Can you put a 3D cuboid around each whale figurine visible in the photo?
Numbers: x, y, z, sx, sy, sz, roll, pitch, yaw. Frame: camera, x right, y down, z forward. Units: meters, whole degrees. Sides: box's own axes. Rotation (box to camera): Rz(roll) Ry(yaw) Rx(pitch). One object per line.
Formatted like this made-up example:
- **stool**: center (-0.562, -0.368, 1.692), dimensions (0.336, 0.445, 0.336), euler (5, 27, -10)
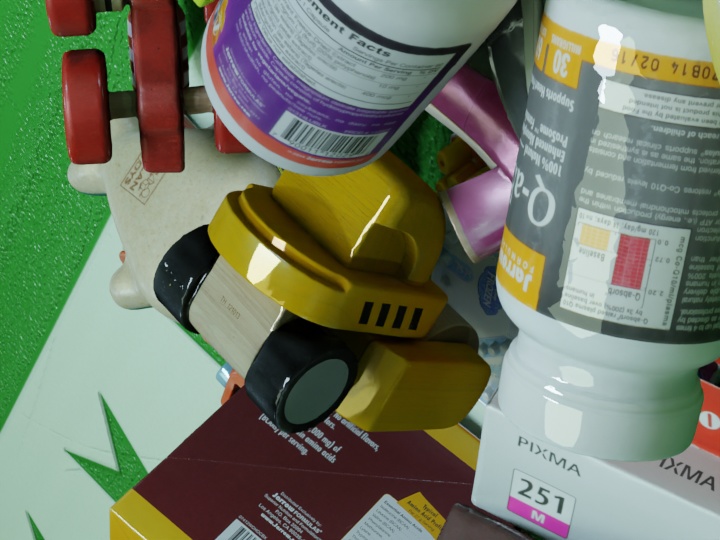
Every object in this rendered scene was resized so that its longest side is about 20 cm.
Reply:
- **whale figurine**: center (-0.105, -0.040, 1.158), dimensions (0.200, 0.160, 0.104), euler (34, -177, 37)

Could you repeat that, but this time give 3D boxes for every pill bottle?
- **pill bottle**: center (0.123, -0.025, 0.794), dimensions (0.116, 0.116, 0.201), euler (25, 114, 40)
- **pill bottle**: center (0.008, -0.132, 0.790), dimensions (0.112, 0.111, 0.200), euler (52, 147, 5)

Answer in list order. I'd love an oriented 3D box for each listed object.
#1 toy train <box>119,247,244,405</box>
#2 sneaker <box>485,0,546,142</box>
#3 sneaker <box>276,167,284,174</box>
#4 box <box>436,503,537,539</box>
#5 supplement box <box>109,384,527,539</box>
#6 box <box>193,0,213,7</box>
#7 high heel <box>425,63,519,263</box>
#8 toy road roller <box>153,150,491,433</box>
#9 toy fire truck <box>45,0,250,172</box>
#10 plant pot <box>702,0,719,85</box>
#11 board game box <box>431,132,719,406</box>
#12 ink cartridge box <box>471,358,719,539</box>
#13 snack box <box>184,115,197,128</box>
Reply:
- **toy train**: center (-0.123, 0.040, 1.309), dimensions (0.200, 0.056, 0.150), euler (48, 148, 11)
- **sneaker**: center (0.073, -0.141, 0.865), dimensions (0.106, 0.075, 0.201), euler (14, 121, 54)
- **sneaker**: center (-0.033, -0.092, 1.016), dimensions (0.085, 0.074, 0.200), euler (52, 164, 29)
- **box**: center (0.130, 0.261, 1.010), dimensions (0.199, 0.167, 0.164), euler (22, 173, 43)
- **supplement box**: center (-0.025, 0.179, 1.145), dimensions (0.197, 0.200, 0.133), euler (37, 148, 18)
- **box**: center (-0.070, -0.220, 0.798), dimensions (0.122, 0.048, 0.200), euler (49, 151, 4)
- **high heel**: center (0.064, -0.110, 0.935), dimensions (0.201, 0.095, 0.067), euler (68, -169, 15)
- **toy road roller**: center (0.000, 0.000, 0.979), dimensions (0.123, 0.199, 0.146), euler (43, 110, 33)
- **toy fire truck**: center (-0.123, -0.163, 1.042), dimensions (0.168, 0.111, 0.201), euler (-102, 9, -55)
- **plant pot**: center (0.206, -0.096, 0.631), dimensions (0.201, 0.199, 0.142), euler (56, 177, -1)
- **board game box**: center (0.110, 0.045, 1.023), dimensions (0.200, 0.026, 0.201), euler (38, 145, 27)
- **ink cartridge box**: center (0.161, 0.103, 0.947), dimensions (0.199, 0.044, 0.174), euler (25, 141, 19)
- **snack box**: center (-0.088, -0.029, 1.225), dimensions (0.200, 0.024, 0.072), euler (48, 148, 11)
